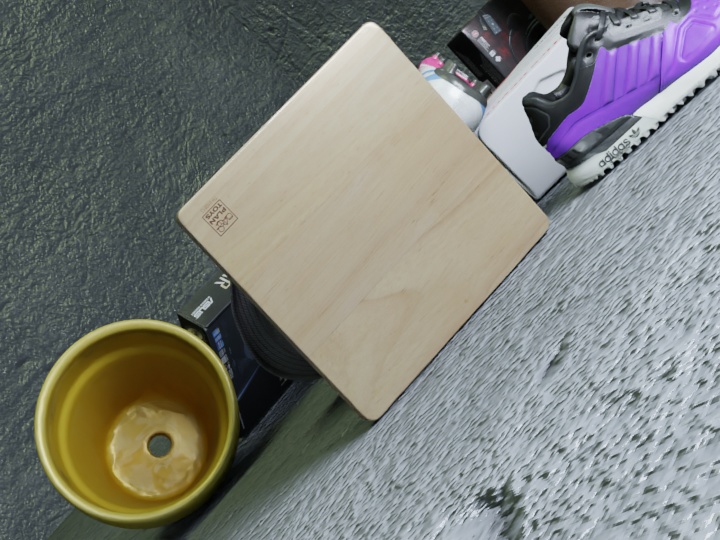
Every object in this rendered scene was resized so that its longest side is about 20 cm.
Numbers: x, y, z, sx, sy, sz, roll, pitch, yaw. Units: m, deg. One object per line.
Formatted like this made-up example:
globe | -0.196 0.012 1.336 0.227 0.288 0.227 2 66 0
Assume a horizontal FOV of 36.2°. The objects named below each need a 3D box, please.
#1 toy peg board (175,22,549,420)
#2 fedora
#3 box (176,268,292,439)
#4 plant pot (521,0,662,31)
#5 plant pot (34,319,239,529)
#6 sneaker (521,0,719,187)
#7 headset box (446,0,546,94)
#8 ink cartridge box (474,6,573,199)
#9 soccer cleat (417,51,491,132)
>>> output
toy peg board | -0.004 -0.033 0.817 0.200 0.199 0.098 -46 9 -12
fedora | -0.016 0.015 0.911 0.174 0.203 0.090 -14 24 -21
box | -0.117 0.067 1.231 0.160 0.043 0.202 -47 -33 -31
plant pot | 0.239 -0.334 1.160 0.199 0.199 0.201 -38 12 10
plant pot | -0.222 0.172 1.155 0.201 0.200 0.189 -46 -10 -15
sneaker | 0.196 -0.161 0.784 0.200 0.099 0.070 -45 7 15
headset box | 0.223 -0.285 1.284 0.200 0.149 0.077 -45 6 -7
ink cartridge box | 0.178 -0.158 1.002 0.148 0.085 0.200 -46 6 15
soccer cleat | 0.064 -0.135 0.941 0.087 0.069 0.200 -56 2 11
